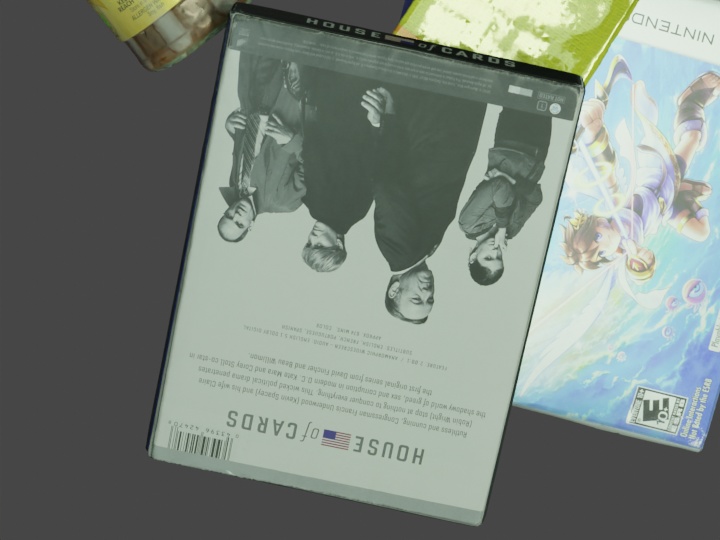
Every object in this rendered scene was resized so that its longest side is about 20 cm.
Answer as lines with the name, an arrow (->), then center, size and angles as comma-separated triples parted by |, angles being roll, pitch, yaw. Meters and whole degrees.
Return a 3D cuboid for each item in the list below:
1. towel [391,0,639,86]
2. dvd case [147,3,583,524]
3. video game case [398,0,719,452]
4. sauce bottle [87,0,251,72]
towel -> 0.065, -0.105, 1.150 | 0.086, 0.018, 0.201 | 32, 92, -11
dvd case -> 0.000, 0.000, 1.132 | 0.149, 0.025, 0.201 | 12, 109, -1
video game case -> 0.092, -0.037, 1.195 | 0.180, 0.045, 0.201 | 14, 95, -11
sauce bottle -> -0.127, -0.178, 1.128 | 0.065, 0.065, 0.200 | -38, 101, -4
